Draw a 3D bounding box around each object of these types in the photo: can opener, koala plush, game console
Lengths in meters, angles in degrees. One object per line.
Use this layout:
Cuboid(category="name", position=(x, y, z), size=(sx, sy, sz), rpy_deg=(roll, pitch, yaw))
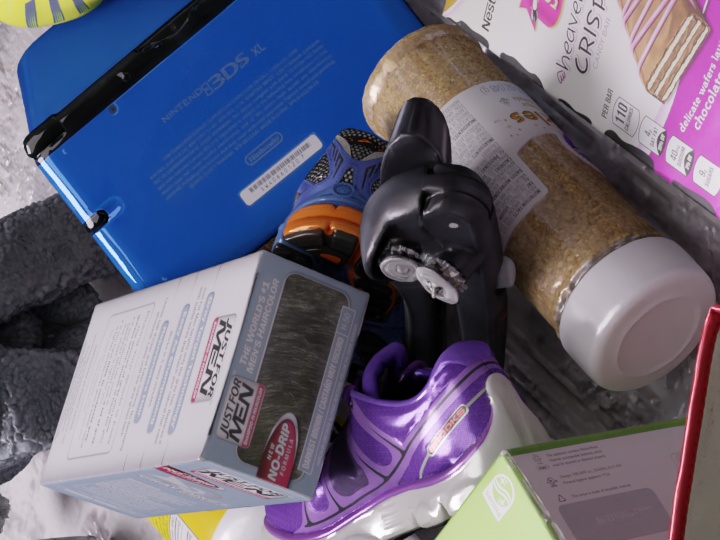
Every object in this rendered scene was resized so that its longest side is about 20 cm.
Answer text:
Cuboid(category="can opener", position=(0.042, 0.010, 1.047), size=(0.063, 0.079, 0.200), rpy_deg=(12, 147, 18))
Cuboid(category="koala plush", position=(-0.233, 0.073, 1.430), size=(0.200, 0.183, 0.178), rpy_deg=(-50, 55, 58))
Cuboid(category="game console", position=(-0.070, -0.105, 1.216), size=(0.200, 0.118, 0.171), rpy_deg=(-38, 90, 10))

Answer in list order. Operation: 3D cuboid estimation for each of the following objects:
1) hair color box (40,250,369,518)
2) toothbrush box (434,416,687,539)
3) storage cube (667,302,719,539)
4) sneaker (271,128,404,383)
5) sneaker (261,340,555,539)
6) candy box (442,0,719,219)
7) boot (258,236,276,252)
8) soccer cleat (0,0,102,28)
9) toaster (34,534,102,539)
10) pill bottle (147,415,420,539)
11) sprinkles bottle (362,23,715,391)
Cuboid(category="hair color box", position=(-0.078, 0.058, 1.102), size=(0.200, 0.060, 0.099), rpy_deg=(-16, 55, 61))
Cuboid(category="toothbrush box", position=(0.089, 0.159, 1.014), size=(0.086, 0.145, 0.200), rpy_deg=(58, 137, 29))
Cuboid(category="storage cube", position=(0.226, 0.109, 0.798), size=(0.171, 0.179, 0.201), rpy_deg=(25, 113, 49))
Cuboid(category="sneaker", position=(0.000, 0.000, 1.146), size=(0.200, 0.075, 0.079), rpy_deg=(99, -171, -65))
Cuboid(category="sneaker", position=(0.016, 0.079, 1.060), size=(0.200, 0.080, 0.084), rpy_deg=(-31, 80, 52))
Cuboid(category="candy box", position=(0.129, -0.128, 0.994), size=(0.200, 0.061, 0.137), rpy_deg=(42, 127, 43))
Cuboid(category="boot", position=(-0.075, -0.023, 1.296), size=(0.200, 0.072, 0.167), rpy_deg=(49, 145, 32))
Cuboid(category="soccer cleat", position=(-0.141, -0.165, 1.187), size=(0.200, 0.084, 0.065), rpy_deg=(-11, 98, 45))
Cuboid(category="toaster", position=(-0.194, 0.256, 1.435), size=(0.129, 0.113, 0.200), rpy_deg=(58, 138, 36))
Cuboid(category="pill bottle", position=(-0.052, 0.114, 1.224), size=(0.200, 0.112, 0.113), rpy_deg=(43, 127, 41))
Cuboid(category="sprinkles bottle", position=(0.078, -0.032, 1.068), size=(0.200, 0.068, 0.068), rpy_deg=(50, 131, 37))
